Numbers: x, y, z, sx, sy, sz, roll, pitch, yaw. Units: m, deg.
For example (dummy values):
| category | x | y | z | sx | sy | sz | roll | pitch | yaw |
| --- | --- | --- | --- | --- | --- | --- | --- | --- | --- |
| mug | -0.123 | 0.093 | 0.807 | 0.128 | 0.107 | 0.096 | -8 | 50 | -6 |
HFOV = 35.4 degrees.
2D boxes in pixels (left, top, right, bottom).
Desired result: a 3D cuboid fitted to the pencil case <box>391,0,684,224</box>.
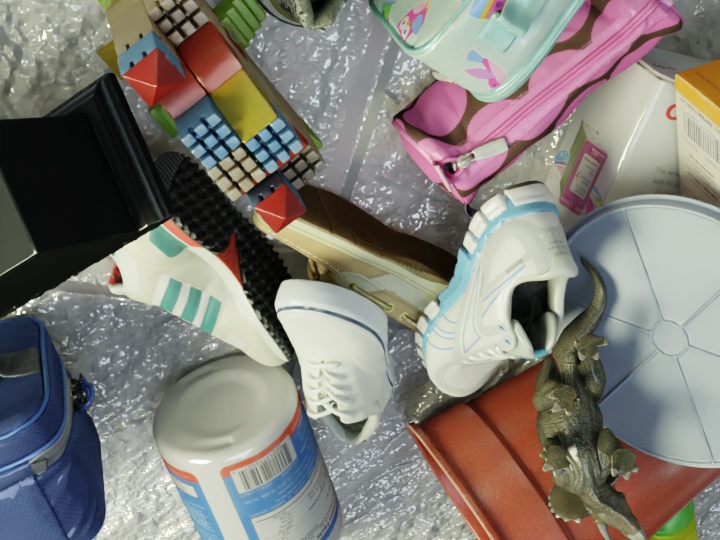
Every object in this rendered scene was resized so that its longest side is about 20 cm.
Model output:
| category | x | y | z | sx | sy | sz | roll | pitch | yaw |
| --- | --- | --- | --- | --- | --- | --- | --- | --- | --- |
| pencil case | 0.119 | -0.130 | 0.752 | 0.200 | 0.094 | 0.091 | -42 | 98 | 8 |

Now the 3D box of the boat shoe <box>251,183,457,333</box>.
| category | x | y | z | sx | sy | sz | roll | pitch | yaw |
| --- | --- | --- | --- | --- | --- | --- | --- | --- | --- |
| boat shoe | 0.000 | 0.000 | 0.808 | 0.199 | 0.074 | 0.067 | 26 | 113 | -31 |

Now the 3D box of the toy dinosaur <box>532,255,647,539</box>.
| category | x | y | z | sx | sy | sz | roll | pitch | yaw |
| --- | --- | --- | --- | --- | --- | --- | --- | --- | --- |
| toy dinosaur | 0.144 | 0.096 | 0.773 | 0.076 | 0.102 | 0.201 | -12 | 82 | -4 |

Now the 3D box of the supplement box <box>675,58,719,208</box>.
| category | x | y | z | sx | sy | sz | roll | pitch | yaw |
| --- | --- | --- | --- | --- | --- | --- | --- | --- | --- |
| supplement box | 0.290 | -0.052 | 0.770 | 0.125 | 0.074 | 0.201 | -20 | 126 | -5 |

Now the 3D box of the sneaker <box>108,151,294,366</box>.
| category | x | y | z | sx | sy | sz | roll | pitch | yaw |
| --- | --- | --- | --- | --- | --- | --- | --- | --- | --- |
| sneaker | -0.119 | 0.002 | 0.787 | 0.093 | 0.071 | 0.200 | -14 | 138 | 22 |

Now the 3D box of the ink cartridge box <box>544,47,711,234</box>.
| category | x | y | z | sx | sy | sz | roll | pitch | yaw |
| --- | --- | --- | --- | --- | --- | --- | --- | --- | --- |
| ink cartridge box | 0.221 | -0.057 | 0.841 | 0.144 | 0.085 | 0.201 | 8 | 120 | -23 |

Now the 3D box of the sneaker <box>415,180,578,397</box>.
| category | x | y | z | sx | sy | sz | roll | pitch | yaw |
| --- | --- | --- | --- | --- | --- | --- | --- | --- | --- |
| sneaker | 0.095 | 0.038 | 0.783 | 0.075 | 0.087 | 0.201 | -9 | 142 | -21 |

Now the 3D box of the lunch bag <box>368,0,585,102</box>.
| category | x | y | z | sx | sy | sz | roll | pitch | yaw |
| --- | --- | --- | --- | --- | --- | --- | --- | --- | --- |
| lunch bag | 0.092 | -0.199 | 0.659 | 0.077 | 0.161 | 0.200 | 26 | 110 | -30 |

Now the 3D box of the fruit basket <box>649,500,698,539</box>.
| category | x | y | z | sx | sy | sz | roll | pitch | yaw |
| --- | --- | --- | --- | --- | --- | --- | --- | --- | --- |
| fruit basket | 0.247 | 0.283 | 1.000 | 0.215 | 0.156 | 0.216 | -35 | 165 | -10 |

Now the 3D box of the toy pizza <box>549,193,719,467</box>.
| category | x | y | z | sx | sy | sz | roll | pitch | yaw |
| --- | --- | --- | --- | --- | --- | --- | --- | --- | --- |
| toy pizza | 0.216 | 0.041 | 0.769 | 0.032 | 0.199 | 0.201 | -32 | 138 | -46 |

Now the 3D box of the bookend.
| category | x | y | z | sx | sy | sz | roll | pitch | yaw |
| --- | --- | --- | --- | --- | --- | --- | --- | --- | --- |
| bookend | -0.243 | -0.017 | 0.599 | 0.198 | 0.200 | 0.093 | -26 | 87 | 29 |

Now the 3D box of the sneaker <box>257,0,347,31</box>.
| category | x | y | z | sx | sy | sz | roll | pitch | yaw |
| --- | --- | --- | --- | --- | --- | --- | --- | --- | --- |
| sneaker | 0.003 | -0.224 | 0.657 | 0.076 | 0.089 | 0.201 | 11 | 117 | -24 |

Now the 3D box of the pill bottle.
| category | x | y | z | sx | sy | sz | roll | pitch | yaw |
| --- | --- | --- | --- | --- | --- | --- | --- | --- | --- |
| pill bottle | -0.077 | 0.173 | 0.872 | 0.112 | 0.112 | 0.201 | -20 | 126 | -6 |

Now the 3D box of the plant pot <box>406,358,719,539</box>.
| category | x | y | z | sx | sy | sz | roll | pitch | yaw |
| --- | --- | --- | --- | --- | --- | --- | --- | --- | --- |
| plant pot | 0.172 | 0.151 | 0.905 | 0.195 | 0.201 | 0.201 | -34 | 126 | -5 |

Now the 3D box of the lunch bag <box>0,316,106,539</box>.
| category | x | y | z | sx | sy | sz | roll | pitch | yaw |
| --- | --- | --- | --- | --- | --- | --- | --- | --- | --- |
| lunch bag | -0.269 | 0.121 | 0.757 | 0.199 | 0.136 | 0.133 | -22 | 126 | -5 |

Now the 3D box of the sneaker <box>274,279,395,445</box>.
| category | x | y | z | sx | sy | sz | roll | pitch | yaw |
| --- | --- | --- | --- | --- | --- | --- | --- | --- | --- |
| sneaker | -0.013 | 0.071 | 0.804 | 0.073 | 0.071 | 0.200 | 3 | 155 | 19 |

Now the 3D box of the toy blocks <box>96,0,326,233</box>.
| category | x | y | z | sx | sy | sz | roll | pitch | yaw |
| --- | --- | --- | --- | --- | --- | --- | --- | --- | --- |
| toy blocks | -0.082 | -0.100 | 0.679 | 0.100 | 0.137 | 0.200 | -36 | 126 | 6 |
